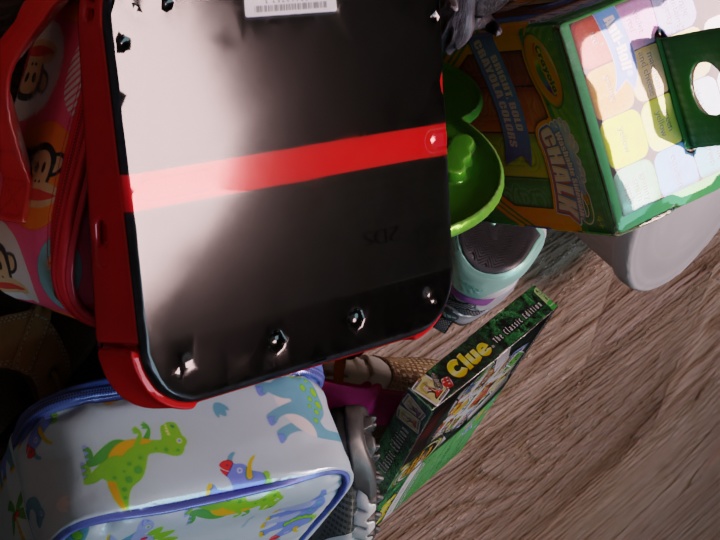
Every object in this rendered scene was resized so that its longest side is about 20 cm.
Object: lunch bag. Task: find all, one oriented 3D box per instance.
[{"bbox_3d":[-0.098,0.117,0.738,0.160,0.083,0.200,-7,152,-26],"label":"lunch bag"},{"bbox_3d":[-0.085,-0.070,0.669,0.176,0.082,0.201,15,88,-48],"label":"lunch bag"}]

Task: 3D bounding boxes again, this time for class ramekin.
[{"bbox_3d":[0.236,-0.093,1.199,0.202,0.094,0.203,-38,149,-29],"label":"ramekin"}]

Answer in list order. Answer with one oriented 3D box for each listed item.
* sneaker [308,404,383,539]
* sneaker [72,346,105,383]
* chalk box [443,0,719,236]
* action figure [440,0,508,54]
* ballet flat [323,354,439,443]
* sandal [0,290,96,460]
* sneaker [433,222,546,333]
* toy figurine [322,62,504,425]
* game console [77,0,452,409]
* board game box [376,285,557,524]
[{"bbox_3d":[-0.043,0.134,0.855,0.090,0.067,0.200,0,152,-13],"label":"sneaker"},{"bbox_3d":[-0.104,0.049,0.834,0.086,0.080,0.200,-50,159,-23],"label":"sneaker"},{"bbox_3d":[0.145,-0.099,0.872,0.124,0.200,0.125,-24,104,-22],"label":"chalk box"},{"bbox_3d":[0.061,-0.183,0.813,0.119,0.102,0.200,-66,167,23],"label":"action figure"},{"bbox_3d":[-0.036,0.091,0.941,0.199,0.071,0.065,-27,126,-10],"label":"ballet flat"},{"bbox_3d":[-0.175,0.050,0.706,0.082,0.055,0.200,39,91,-30],"label":"sandal"},{"bbox_3d":[0.098,-0.042,1.073,0.200,0.078,0.140,-53,175,-31],"label":"sneaker"},{"bbox_3d":[0.000,0.000,0.866,0.200,0.150,0.185,-60,162,-52],"label":"toy figurine"},{"bbox_3d":[-0.033,-0.042,0.655,0.200,0.031,0.178,-14,104,-45],"label":"game console"},{"bbox_3d":[0.046,0.090,0.896,0.105,0.023,0.200,-39,165,-30],"label":"board game box"}]
